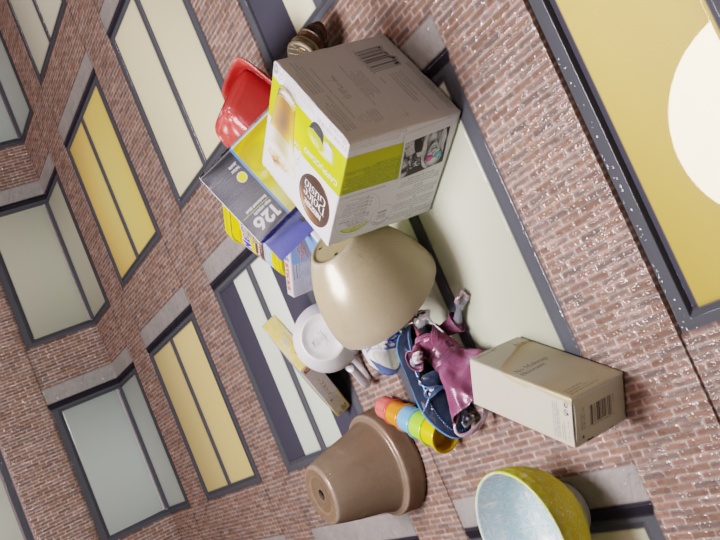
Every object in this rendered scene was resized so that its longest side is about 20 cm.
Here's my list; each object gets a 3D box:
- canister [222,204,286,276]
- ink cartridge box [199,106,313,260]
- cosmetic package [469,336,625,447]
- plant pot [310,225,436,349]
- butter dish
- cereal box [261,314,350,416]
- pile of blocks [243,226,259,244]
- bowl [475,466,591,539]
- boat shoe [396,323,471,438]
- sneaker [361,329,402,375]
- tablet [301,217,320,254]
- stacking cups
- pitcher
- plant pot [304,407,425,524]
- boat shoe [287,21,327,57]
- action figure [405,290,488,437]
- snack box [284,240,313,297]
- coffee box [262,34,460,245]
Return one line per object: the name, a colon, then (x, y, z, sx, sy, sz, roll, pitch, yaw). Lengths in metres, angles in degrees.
canister: (-0.182, -0.094, 1.929, 0.199, 0.086, 0.151, 34, 135, 43)
ink cartridge box: (-0.128, -0.148, 1.627, 0.200, 0.197, 0.047, 46, -175, -14)
cosmetic package: (0.251, 0.161, 1.350, 0.199, 0.102, 0.075, 18, 122, 52)
plant pot: (0.000, 0.000, 1.531, 0.135, 0.201, 0.199, 47, 160, -28)
butter dish: (-0.177, -0.233, 1.696, 0.198, 0.149, 0.200, 37, 163, -8)
cereal box: (-0.104, 0.186, 1.919, 0.144, 0.039, 0.201, 44, 171, 38)
pile of blocks: (-0.148, -0.096, 1.758, 0.082, 0.062, 0.200, 47, 133, 7)
bowl: (0.269, 0.365, 1.436, 0.199, 0.106, 0.203, 37, 137, 44)
boat shoe: (0.114, 0.178, 1.604, 0.201, 0.083, 0.069, 54, 151, 22)
sneaker: (0.040, 0.086, 1.679, 0.088, 0.074, 0.204, 7, 113, 56)
tablet: (-0.059, -0.015, 1.760, 0.130, 0.014, 0.201, 49, 169, 29)
stacking cups: (0.088, 0.258, 1.717, 0.199, 0.060, 0.062, 16, 121, 55)
pitcher: (-0.040, 0.138, 1.769, 0.172, 0.121, 0.200, 49, 180, 6)
plant pot: (-0.004, 0.380, 1.828, 0.200, 0.172, 0.203, 37, 138, 43)
boat shoe: (-0.079, -0.329, 1.642, 0.071, 0.068, 0.201, 28, 155, 9)
action figure: (0.141, 0.132, 1.540, 0.201, 0.133, 0.150, 49, 168, 30)
snack box: (-0.110, -0.054, 1.845, 0.024, 0.071, 0.204, 27, 129, 47)
coffee box: (-0.007, -0.194, 1.467, 0.200, 0.197, 0.200, 50, 145, 30)
